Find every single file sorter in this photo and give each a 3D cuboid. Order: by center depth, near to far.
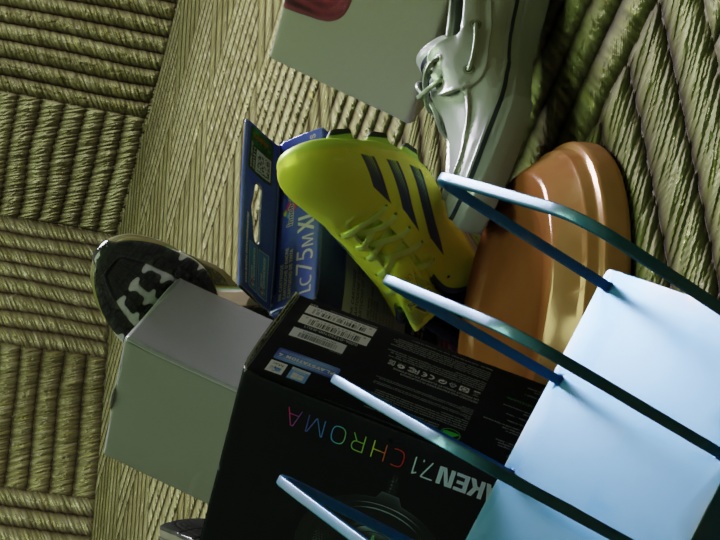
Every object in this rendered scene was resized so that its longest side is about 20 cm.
[{"bbox_3d":[0.053,0.078,0.747,0.201,0.122,0.139,-62,26,-2],"label":"file sorter"}]

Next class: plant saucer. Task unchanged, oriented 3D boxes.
[{"bbox_3d":[0.091,0.029,1.011,0.200,0.037,0.202,-170,90,-79],"label":"plant saucer"}]

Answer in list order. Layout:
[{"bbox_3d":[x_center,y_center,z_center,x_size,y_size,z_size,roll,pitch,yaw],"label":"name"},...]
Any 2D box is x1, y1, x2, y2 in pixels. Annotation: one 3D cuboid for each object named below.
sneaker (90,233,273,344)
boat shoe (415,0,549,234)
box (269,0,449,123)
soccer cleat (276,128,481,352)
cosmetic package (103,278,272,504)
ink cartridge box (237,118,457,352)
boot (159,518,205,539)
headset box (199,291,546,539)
[{"bbox_3d":[-0.138,0.011,1.313,0.077,0.200,0.089,-49,60,3],"label":"sneaker"},{"bbox_3d":[0.062,-0.107,1.091,0.074,0.066,0.201,115,172,-49],"label":"boat shoe"},{"bbox_3d":[0.032,-0.221,1.216,0.128,0.108,0.201,-54,-14,-52],"label":"box"},{"bbox_3d":[0.023,-0.014,1.072,0.064,0.200,0.084,-18,59,27],"label":"soccer cleat"},{"bbox_3d":[-0.058,0.101,1.225,0.090,0.199,0.107,-48,-18,-51],"label":"cosmetic package"},{"bbox_3d":[0.000,0.000,1.133,0.042,0.200,0.120,-19,52,31],"label":"ink cartridge box"},{"bbox_3d":[-0.073,0.267,1.325,0.202,0.073,0.155,16,103,39],"label":"boot"},{"bbox_3d":[0.011,0.141,0.926,0.093,0.173,0.201,-55,-16,-62],"label":"headset box"}]
